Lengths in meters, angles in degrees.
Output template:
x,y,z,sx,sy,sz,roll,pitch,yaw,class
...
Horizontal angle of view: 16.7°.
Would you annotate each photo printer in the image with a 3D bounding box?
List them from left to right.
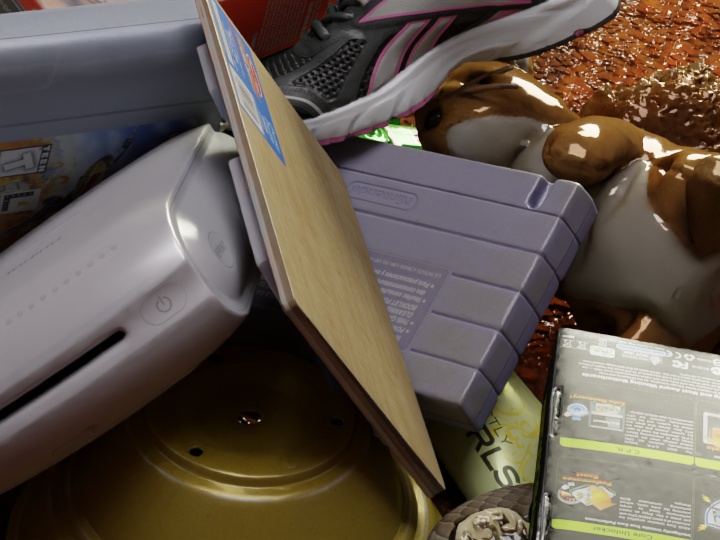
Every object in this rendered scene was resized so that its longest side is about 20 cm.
x,y,z,sx,sy,sz,roll,pitch,yaw,class
-0.119,0.019,1.052,0.166,0.070,0.200,-33,12,12,photo printer

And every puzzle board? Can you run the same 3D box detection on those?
x,y,z,sx,sy,sz,roll,pitch,yaw,class
-0.023,-0.014,1.057,0.017,0.151,0.200,-27,47,9,puzzle board

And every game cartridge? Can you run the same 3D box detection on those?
x,y,z,sx,sy,sz,roll,pitch,yaw,class
-0.136,-0.049,1.147,0.133,0.200,0.042,-6,57,-21,game cartridge
0.000,0.000,1.159,0.200,0.038,0.130,15,69,37,game cartridge

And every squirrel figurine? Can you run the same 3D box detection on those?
x,y,z,sx,sy,sz,roll,pitch,yaw,class
0.122,-0.042,1.247,0.187,0.142,0.200,34,26,27,squirrel figurine

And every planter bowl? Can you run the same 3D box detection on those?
x,y,z,sx,sy,sz,roll,pitch,yaw,class
-0.051,0.091,1.060,0.200,0.084,0.201,6,35,-4,planter bowl

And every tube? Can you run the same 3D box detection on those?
x,y,z,sx,sy,sz,roll,pitch,yaw,class
0.059,0.071,1.145,0.058,0.052,0.200,-40,54,5,tube

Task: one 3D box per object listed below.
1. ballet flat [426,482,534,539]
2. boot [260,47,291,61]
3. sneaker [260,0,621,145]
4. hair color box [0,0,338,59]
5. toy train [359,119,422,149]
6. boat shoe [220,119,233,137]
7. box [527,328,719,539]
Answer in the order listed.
x,y,z,sx,sy,sz,roll,pitch,yaw,class
0.122,0.115,1.074,0.199,0.046,0.068,-1,58,-23,ballet flat
-0.030,-0.187,1.389,0.198,0.163,0.073,-17,41,-33,boot
0.021,-0.132,1.197,0.200,0.087,0.080,-26,22,-9,sneaker
-0.089,-0.154,1.210,0.200,0.064,0.111,-26,63,-30,hair color box
0.017,-0.054,1.320,0.056,0.042,0.200,5,34,-26,toy train
-0.086,-0.062,1.285,0.072,0.068,0.200,-14,42,-31,boat shoe
0.170,0.112,1.021,0.199,0.048,0.193,10,39,1,box
